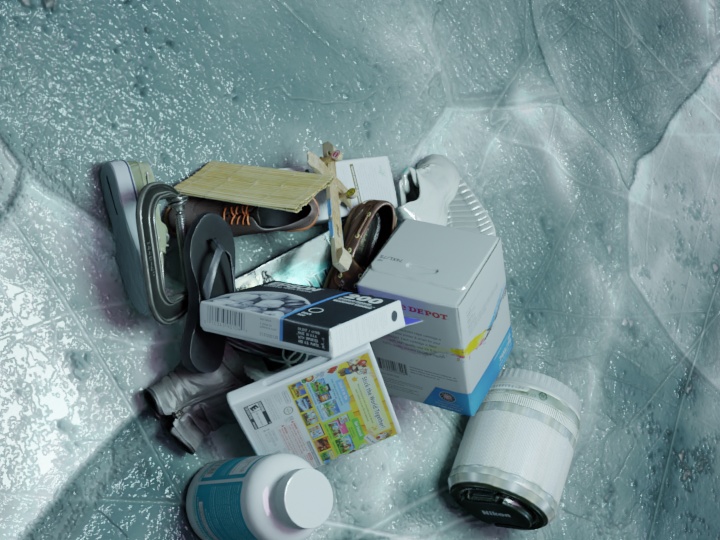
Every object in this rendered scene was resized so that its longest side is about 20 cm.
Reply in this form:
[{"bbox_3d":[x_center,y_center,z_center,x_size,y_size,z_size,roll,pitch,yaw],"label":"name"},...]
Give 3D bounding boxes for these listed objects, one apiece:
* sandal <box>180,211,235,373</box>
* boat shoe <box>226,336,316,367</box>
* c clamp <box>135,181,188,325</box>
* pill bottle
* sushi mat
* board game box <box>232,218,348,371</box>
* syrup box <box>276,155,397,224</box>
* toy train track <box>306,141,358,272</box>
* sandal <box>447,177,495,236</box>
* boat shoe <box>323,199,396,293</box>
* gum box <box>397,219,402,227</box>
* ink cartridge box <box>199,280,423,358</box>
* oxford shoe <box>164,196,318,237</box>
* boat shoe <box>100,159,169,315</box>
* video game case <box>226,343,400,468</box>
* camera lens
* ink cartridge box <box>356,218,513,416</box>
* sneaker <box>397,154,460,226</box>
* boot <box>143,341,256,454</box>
[{"bbox_3d":[-0.179,0.027,1.524,0.076,0.043,0.200,10,77,-48],"label":"sandal"},{"bbox_3d":[-0.091,0.087,1.596,0.200,0.062,0.075,14,86,-9],"label":"boat shoe"},{"bbox_3d":[-0.230,-0.018,1.525,0.171,0.027,0.200,-41,126,-63],"label":"c clamp"},{"bbox_3d":[-0.119,0.279,1.494,0.111,0.200,0.111,9,75,-36],"label":"pill bottle"},{"bbox_3d":[-0.137,-0.108,1.573,0.096,0.200,0.012,-41,132,-47],"label":"sushi mat"},{"bbox_3d":[-0.067,0.031,1.674,0.200,0.028,0.135,-29,98,-24],"label":"board game box"},{"bbox_3d":[-0.053,-0.106,1.712,0.200,0.079,0.081,-10,87,-39],"label":"syrup box"},{"bbox_3d":[-0.025,-0.089,1.611,0.115,0.033,0.200,44,33,-48],"label":"toy train track"},{"bbox_3d":[0.153,-0.066,1.835,0.050,0.082,0.203,74,3,-48],"label":"sandal"},{"bbox_3d":[0.000,0.000,1.653,0.070,0.070,0.200,15,82,-29],"label":"boat shoe"},{"bbox_3d":[0.089,0.031,1.813,0.200,0.045,0.170,20,69,-32],"label":"gum box"},{"bbox_3d":[-0.056,0.050,1.505,0.200,0.198,0.043,-17,111,-54],"label":"ink cartridge box"},{"bbox_3d":[-0.154,-0.077,1.582,0.200,0.073,0.071,-7,91,-2],"label":"oxford shoe"},{"bbox_3d":[-0.269,-0.045,1.534,0.062,0.072,0.200,-10,83,-32],"label":"boat shoe"},{"bbox_3d":[-0.053,0.179,1.538,0.200,0.182,0.023,71,-4,-49],"label":"video game case"},{"bbox_3d":[0.225,0.263,1.791,0.160,0.160,0.200,37,60,-26],"label":"camera lens"},{"bbox_3d":[0.103,0.061,1.638,0.146,0.147,0.200,-53,145,-39],"label":"ink cartridge box"},{"bbox_3d":[0.090,-0.125,1.795,0.088,0.075,0.200,50,29,-27],"label":"sneaker"},{"bbox_3d":[-0.177,0.187,1.568,0.200,0.070,0.132,47,63,-13],"label":"boot"}]
